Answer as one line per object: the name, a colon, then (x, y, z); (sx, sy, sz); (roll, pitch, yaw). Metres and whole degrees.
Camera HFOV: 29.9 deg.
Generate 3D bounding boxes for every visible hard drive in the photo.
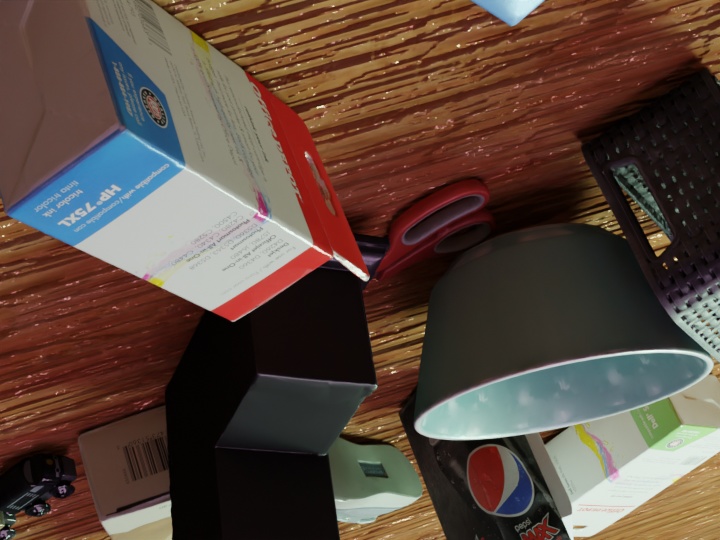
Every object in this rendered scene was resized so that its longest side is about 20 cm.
hard drive: (0.146, 0.185, 1.151); (0.025, 0.132, 0.200); (-21, 150, -2)

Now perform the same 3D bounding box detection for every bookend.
bookend: (-0.047, 0.110, 0.827); (0.092, 0.199, 0.200); (7, 140, -22)

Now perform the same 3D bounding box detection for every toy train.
toy train: (-0.282, 0.189, 0.978); (0.200, 0.034, 0.046); (-37, 143, 24)

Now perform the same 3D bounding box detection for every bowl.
bowl: (0.123, 0.038, 0.903); (0.200, 0.105, 0.201); (-10, 161, -4)

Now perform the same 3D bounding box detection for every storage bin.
storage bin: (0.238, -0.022, 0.870); (0.094, 0.135, 0.200); (-33, 149, 18)

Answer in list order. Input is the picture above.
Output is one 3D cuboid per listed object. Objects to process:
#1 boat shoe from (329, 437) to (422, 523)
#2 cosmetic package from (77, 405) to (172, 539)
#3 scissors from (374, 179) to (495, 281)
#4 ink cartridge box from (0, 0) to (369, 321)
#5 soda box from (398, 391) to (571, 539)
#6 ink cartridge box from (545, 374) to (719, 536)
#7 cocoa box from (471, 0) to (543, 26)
boat shoe: (-0.027, 0.175, 1.086); (0.071, 0.070, 0.201); (-39, 149, 21)
cosmetic package: (-0.136, 0.178, 1.017); (0.105, 0.071, 0.200); (-19, 150, -6)
scissors: (0.000, 0.000, 0.881); (0.200, 0.014, 0.073); (-28, 152, 12)
ink cartridge box: (-0.085, -0.053, 0.632); (0.067, 0.116, 0.200); (-33, 148, 17)
soda box: (0.100, 0.175, 1.037); (0.063, 0.200, 0.071); (-1, 144, -33)
ink cartridge box: (0.242, 0.173, 1.261); (0.117, 0.067, 0.200); (11, 136, -45)
cocoa box: (0.068, -0.209, 0.462); (0.200, 0.131, 0.133); (-38, 147, 26)
